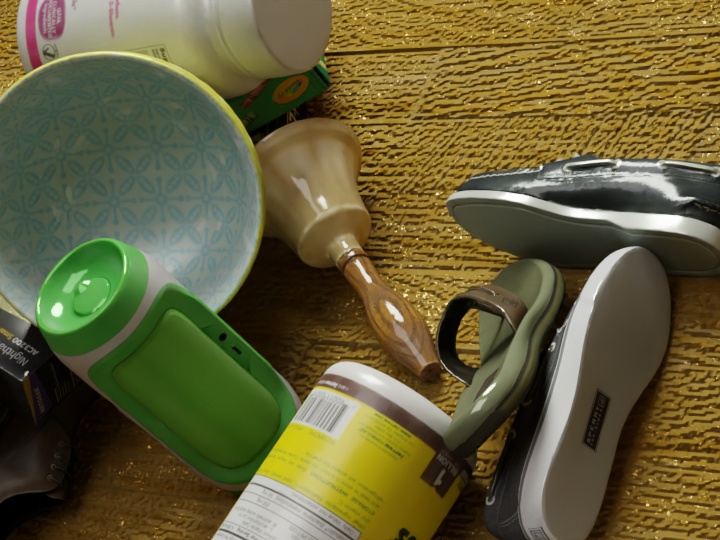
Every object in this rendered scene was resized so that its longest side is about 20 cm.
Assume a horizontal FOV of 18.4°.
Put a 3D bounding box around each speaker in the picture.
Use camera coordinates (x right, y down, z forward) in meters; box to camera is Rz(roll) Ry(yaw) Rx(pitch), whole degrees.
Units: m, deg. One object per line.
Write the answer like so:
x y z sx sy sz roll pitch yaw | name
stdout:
-0.116 0.064 1.410 0.088 0.200 0.089 -22 45 24 | speaker

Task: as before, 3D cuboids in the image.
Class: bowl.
-0.153 -0.053 1.488 0.200 0.200 0.108 -33 5 14 | bowl

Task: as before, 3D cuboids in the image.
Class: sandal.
0.075 0.039 1.325 0.080 0.057 0.201 -56 3 24 | sandal

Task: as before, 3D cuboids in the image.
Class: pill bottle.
-0.024 0.162 1.320 0.109 0.109 0.200 20 71 47 | pill bottle
-0.127 -0.170 1.525 0.200 0.113 0.113 -6 53 33 | pill bottle

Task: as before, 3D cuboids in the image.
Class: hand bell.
0.000 0.000 1.478 0.104 0.104 0.200 -40 53 6 | hand bell

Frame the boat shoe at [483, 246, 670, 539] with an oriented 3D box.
0.123 0.075 1.310 0.066 0.070 0.200 -8 54 46 | boat shoe

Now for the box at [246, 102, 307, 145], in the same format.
-0.116 -0.100 1.668 0.161 0.049 0.200 -23 46 25 | box

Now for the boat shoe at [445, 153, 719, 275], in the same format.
0.148 -0.041 1.382 0.200 0.076 0.060 10 64 31 | boat shoe

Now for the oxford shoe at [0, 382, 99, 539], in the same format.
-0.222 0.127 1.563 0.084 0.073 0.200 32 74 23 | oxford shoe

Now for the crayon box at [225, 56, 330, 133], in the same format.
-0.125 -0.143 1.628 0.200 0.058 0.119 -28 45 17 | crayon box

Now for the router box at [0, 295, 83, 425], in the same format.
-0.248 0.000 1.575 0.200 0.052 0.157 29 58 28 | router box
